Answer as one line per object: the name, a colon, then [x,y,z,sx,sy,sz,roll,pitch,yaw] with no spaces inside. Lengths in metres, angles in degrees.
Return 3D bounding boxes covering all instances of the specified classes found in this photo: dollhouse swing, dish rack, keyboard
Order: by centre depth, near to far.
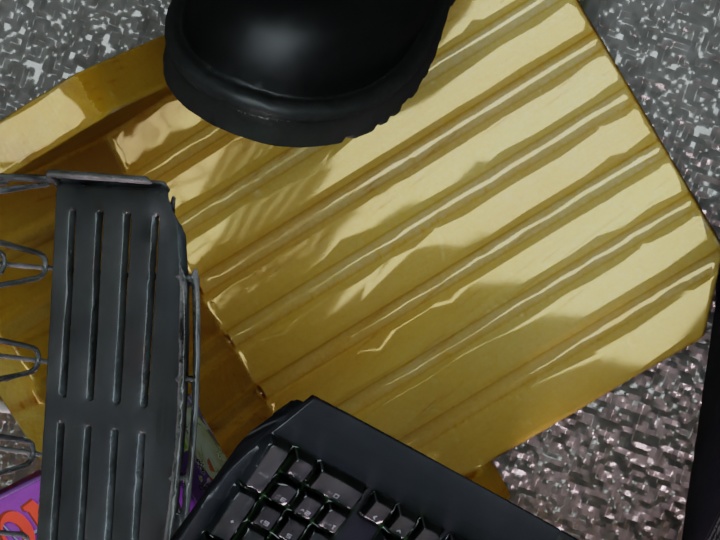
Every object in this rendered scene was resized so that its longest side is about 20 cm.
keyboard: [0.026,0.126,0.707,0.199,0.021,0.127,30,107,-19]
dish rack: [-0.135,0.038,0.735,0.199,0.054,0.154,4,92,34]
dollhouse swing: [0.000,0.000,0.817,0.175,0.182,0.201,-29,93,24]

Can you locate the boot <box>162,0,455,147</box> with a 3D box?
boot: [0.007,-0.152,0.763,0.079,0.211,0.158,20,135,13]

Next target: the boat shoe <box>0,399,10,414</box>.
boat shoe: [-0.188,-0.003,0.861,0.199,0.070,0.071,28,94,-2]

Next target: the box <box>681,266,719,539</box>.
box: [0.212,0.056,0.784,0.199,0.199,0.124,16,135,-1]

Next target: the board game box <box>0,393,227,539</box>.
board game box: [-0.101,0.129,0.780,0.199,0.032,0.121,-28,90,32]
